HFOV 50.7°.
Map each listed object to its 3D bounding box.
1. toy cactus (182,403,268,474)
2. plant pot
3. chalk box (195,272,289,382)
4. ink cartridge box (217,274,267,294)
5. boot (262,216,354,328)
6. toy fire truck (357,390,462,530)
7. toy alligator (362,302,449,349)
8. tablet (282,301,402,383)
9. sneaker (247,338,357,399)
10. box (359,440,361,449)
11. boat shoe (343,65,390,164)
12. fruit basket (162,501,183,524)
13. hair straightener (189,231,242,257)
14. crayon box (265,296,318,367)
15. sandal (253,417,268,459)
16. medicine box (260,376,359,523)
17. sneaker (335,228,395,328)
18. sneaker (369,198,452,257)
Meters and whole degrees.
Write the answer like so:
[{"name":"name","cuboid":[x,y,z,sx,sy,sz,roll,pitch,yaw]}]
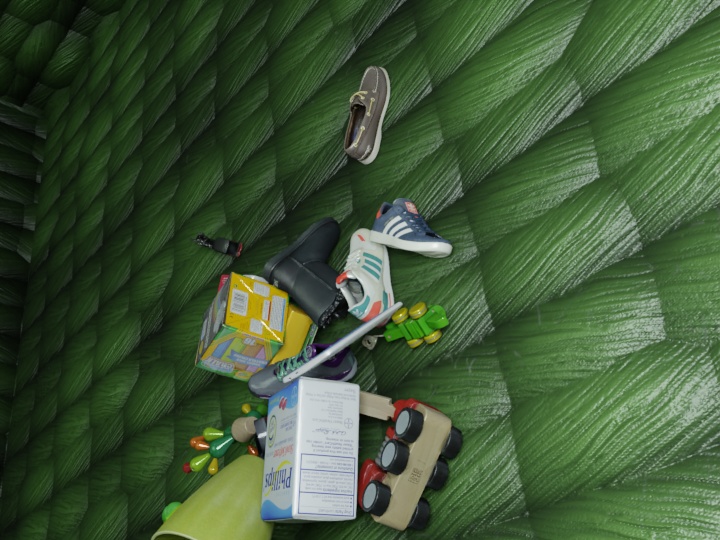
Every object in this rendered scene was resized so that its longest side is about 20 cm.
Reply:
[{"name":"toy cactus","cuboid":[-0.235,0.318,1.440,0.165,0.198,0.104,-35,80,53]},{"name":"plant pot","cuboid":[-0.217,0.416,1.271,0.186,0.188,0.201,-28,20,42]},{"name":"chalk box","cuboid":[-0.230,0.122,1.433,0.200,0.122,0.126,-49,30,44]},{"name":"ink cartridge box","cuboid":[-0.252,0.117,1.611,0.144,0.082,0.204,0,76,52]},{"name":"boot","cuboid":[-0.062,0.004,1.417,0.167,0.199,0.077,36,143,21]},{"name":"toy fire truck","cuboid":[0.038,0.270,1.169,0.179,0.127,0.200,-66,20,1]},{"name":"toy alligator","cuboid":[0.079,0.088,1.236,0.198,0.060,0.054,-21,16,49]},{"name":"tablet","cuboid":[-0.025,0.113,1.196,0.130,0.199,0.014,-35,86,43]},{"name":"sneaker","cuboid":[-0.106,0.160,1.321,0.196,0.088,0.075,-14,47,-3]},{"name":"box","cuboid":[-0.087,0.281,1.365,0.161,0.043,0.202,-50,42,25]},{"name":"boat shoe","cuboid":[0.009,-0.312,1.482,0.071,0.059,0.204,-6,71,51]},{"name":"fruit basket","cuboid":[-0.295,0.505,1.404,0.155,0.213,0.218,-43,45,31]},{"name":"hair straightener","cuboid":[-0.360,-0.073,1.834,0.199,0.076,0.042,22,94,53]},{"name":"crayon box","cuboid":[-0.147,0.126,1.458,0.128,0.051,0.200,-69,21,3]},{"name":"sandal","cuboid":[-0.173,0.314,1.360,0.042,0.201,0.077,-19,59,-7]},{"name":"medicine box","cuboid":[-0.081,0.288,1.193,0.182,0.101,0.204,140,136,-61]},{"name":"sneaker","cuboid":[0.000,0.001,1.334,0.070,0.092,0.203,-37,49,36]},{"name":"sneaker","cuboid":[0.085,-0.076,1.274,0.199,0.074,0.086,18,93,53]}]
